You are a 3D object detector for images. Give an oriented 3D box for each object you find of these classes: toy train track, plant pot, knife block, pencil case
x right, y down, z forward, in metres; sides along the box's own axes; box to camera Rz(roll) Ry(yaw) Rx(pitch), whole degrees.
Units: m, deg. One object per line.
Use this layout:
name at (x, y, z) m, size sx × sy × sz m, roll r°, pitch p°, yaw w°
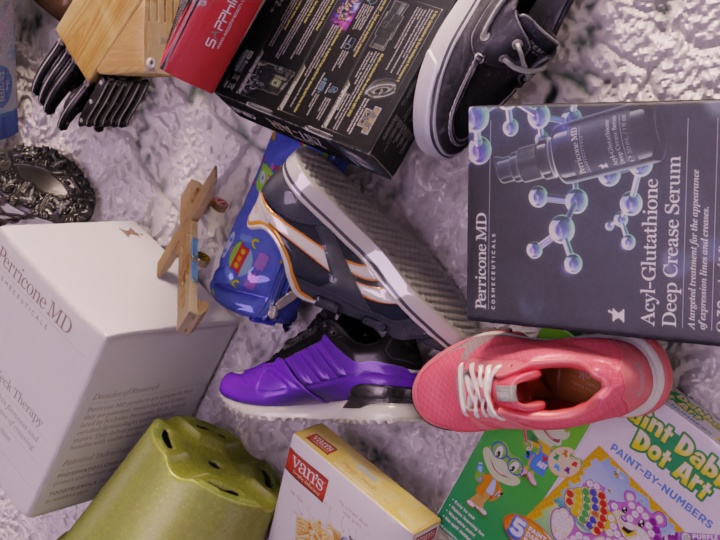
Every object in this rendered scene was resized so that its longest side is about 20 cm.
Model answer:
toy train track at (-0.137, -0.012, 1.037) m, size 0.115 × 0.032 × 0.200 m, roll -55°, pitch 24°, yaw 27°
plant pot at (-0.166, 0.237, 1.054) m, size 0.200 × 0.200 × 0.185 m, roll 38°, pitch 103°, yaw 28°
knife block at (-0.237, -0.229, 1.125) m, size 0.175 × 0.064 × 0.201 m, roll 6°, pitch 98°, yaw 36°
pencil case at (-0.058, -0.045, 0.998) m, size 0.087 × 0.078 × 0.201 m, roll 52°, pitch 125°, yaw 49°

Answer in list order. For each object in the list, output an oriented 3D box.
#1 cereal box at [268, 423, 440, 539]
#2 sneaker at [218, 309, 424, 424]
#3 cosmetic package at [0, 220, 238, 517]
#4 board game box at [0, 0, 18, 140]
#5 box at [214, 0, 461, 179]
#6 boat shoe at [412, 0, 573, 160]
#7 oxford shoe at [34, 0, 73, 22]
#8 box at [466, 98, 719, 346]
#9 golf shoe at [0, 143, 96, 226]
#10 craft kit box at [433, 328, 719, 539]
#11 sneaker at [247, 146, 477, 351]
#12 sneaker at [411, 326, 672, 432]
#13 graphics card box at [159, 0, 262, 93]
cereal box at (-0.017, 0.247, 0.997) m, size 0.144 × 0.039 × 0.201 m, roll 33°, pitch 123°, yaw 35°
sneaker at (-0.031, 0.075, 1.002) m, size 0.199 × 0.069 × 0.100 m, roll -1°, pitch 87°, yaw 33°
cosmetic package at (-0.252, 0.082, 1.102) m, size 0.167 × 0.166 × 0.201 m, roll 40°, pitch 115°, yaw 27°
board game box at (-0.420, -0.264, 1.227) m, size 0.200 × 0.043 × 0.200 m, roll 43°, pitch 143°, yaw 25°
box at (0.002, -0.187, 0.910) m, size 0.160 × 0.044 × 0.201 m, roll 24°, pitch 82°, yaw 32°
boat shoe at (0.107, -0.165, 0.850) m, size 0.068 × 0.072 × 0.201 m, roll 32°, pitch 94°, yaw 42°
oxford shoe at (-0.334, -0.312, 1.179) m, size 0.200 × 0.084 × 0.073 m, roll 50°, pitch 118°, yaw 21°
box at (0.180, -0.037, 0.803) m, size 0.199 × 0.107 × 0.150 m, roll 4°, pitch 97°, yaw 37°
golf shoe at (-0.350, -0.082, 1.229) m, size 0.199 × 0.078 × 0.095 m, roll 23°, pitch 149°, yaw 16°
craft kit box at (0.173, 0.166, 0.868) m, size 0.200 × 0.048 × 0.198 m, roll 38°, pitch 112°, yaw 28°
sneaker at (0.000, 0.000, 0.930) m, size 0.200 × 0.078 × 0.079 m, roll 45°, pitch 115°, yaw -5°
sneaker at (0.107, 0.075, 0.830) m, size 0.199 × 0.087 × 0.074 m, roll -11°, pitch 86°, yaw 37°
graphics card box at (-0.103, -0.237, 0.957) m, size 0.126 × 0.051 × 0.200 m, roll -57°, pitch 18°, yaw 26°
